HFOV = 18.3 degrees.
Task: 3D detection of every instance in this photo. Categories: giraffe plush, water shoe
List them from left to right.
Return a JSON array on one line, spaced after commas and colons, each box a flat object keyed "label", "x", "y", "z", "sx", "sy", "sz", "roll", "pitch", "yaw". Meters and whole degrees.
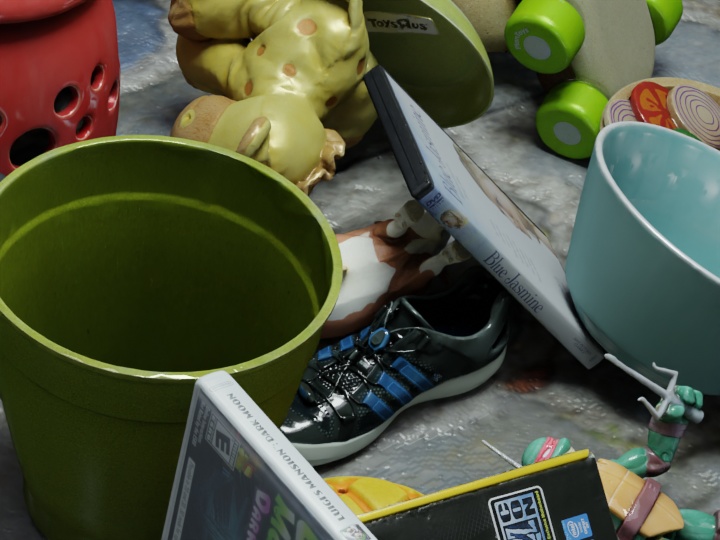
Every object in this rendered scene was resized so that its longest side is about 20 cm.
[{"label": "giraffe plush", "x": -0.060, "y": -0.102, "z": 1.502, "sx": 0.199, "sy": 0.173, "sz": 0.163, "roll": -3, "pitch": 52, "yaw": 41}, {"label": "water shoe", "x": 0.010, "y": 0.052, "z": 1.393, "sx": 0.200, "sy": 0.079, "sz": 0.071, "roll": -24, "pitch": 51, "yaw": -35}]

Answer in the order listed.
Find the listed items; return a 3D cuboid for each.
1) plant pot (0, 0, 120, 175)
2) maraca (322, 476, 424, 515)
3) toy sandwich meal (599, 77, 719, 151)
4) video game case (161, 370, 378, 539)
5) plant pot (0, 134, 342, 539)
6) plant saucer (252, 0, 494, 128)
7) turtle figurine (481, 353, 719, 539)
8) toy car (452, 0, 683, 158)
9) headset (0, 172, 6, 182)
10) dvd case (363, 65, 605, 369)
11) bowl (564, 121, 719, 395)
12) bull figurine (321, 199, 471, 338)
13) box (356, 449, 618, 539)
[{"label": "plant pot", "x": -0.256, "y": -0.167, "z": 1.513, "sx": 0.199, "sy": 0.183, "sz": 0.201, "roll": 8, "pitch": 38, "yaw": -6}, {"label": "maraca", "x": 0.022, "y": 0.176, "z": 1.230, "sx": 0.199, "sy": 0.107, "sz": 0.138, "roll": 9, "pitch": 48, "yaw": -8}, {"label": "toy sandwich meal", "x": 0.268, "y": -0.080, "z": 1.590, "sx": 0.204, "sy": 0.070, "sz": 0.206, "roll": 14, "pitch": 45, "yaw": -15}, {"label": "video game case", "x": -0.044, "y": 0.181, "z": 1.134, "sx": 0.023, "sy": 0.201, "sz": 0.182, "roll": -16, "pitch": 47, "yaw": -36}, {"label": "plant pot", "x": -0.121, "y": 0.060, "z": 1.264, "sx": 0.199, "sy": 0.193, "sz": 0.201, "roll": 6, "pitch": 41, "yaw": -5}, {"label": "plant saucer", "x": 0.006, "y": -0.169, "z": 1.564, "sx": 0.199, "sy": 0.200, "sz": 0.031, "roll": 20, "pitch": 67, "yaw": 11}, {"label": "turtle figurine", "x": 0.166, "y": 0.135, "z": 1.317, "sx": 0.200, "sy": 0.101, "sz": 0.150, "roll": 32, "pitch": 51, "yaw": 4}, {"label": "toy car", "x": 0.114, "y": -0.191, "z": 1.687, "sx": 0.199, "sy": 0.158, "sz": 0.164, "roll": 6, "pitch": 46, "yaw": 34}, {"label": "headset", "x": -0.277, "y": -0.005, "z": 1.379, "sx": 0.199, "sy": 0.124, "sz": 0.094, "roll": -1, "pitch": 13, "yaw": 13}, {"label": "dvd case", "x": 0.080, "y": -0.035, "z": 1.447, "sx": 0.200, "sy": 0.018, "sz": 0.143, "roll": 43, "pitch": 17, "yaw": -35}, {"label": "bowl", "x": 0.212, "y": 0.006, "z": 1.448, "sx": 0.200, "sy": 0.105, "sz": 0.201, "roll": 25, "pitch": 27, "yaw": -14}, {"label": "bull figurine", "x": 0.000, "y": 0.000, "z": 1.440, "sx": 0.199, "sy": 0.121, "sz": 0.065, "roll": -25, "pitch": 82, "yaw": -26}, {"label": "box", "x": 0.072, "y": 0.209, "z": 1.162, "sx": 0.159, "sy": 0.049, "sz": 0.201, "roll": -12, "pitch": 84, "yaw": -28}]
